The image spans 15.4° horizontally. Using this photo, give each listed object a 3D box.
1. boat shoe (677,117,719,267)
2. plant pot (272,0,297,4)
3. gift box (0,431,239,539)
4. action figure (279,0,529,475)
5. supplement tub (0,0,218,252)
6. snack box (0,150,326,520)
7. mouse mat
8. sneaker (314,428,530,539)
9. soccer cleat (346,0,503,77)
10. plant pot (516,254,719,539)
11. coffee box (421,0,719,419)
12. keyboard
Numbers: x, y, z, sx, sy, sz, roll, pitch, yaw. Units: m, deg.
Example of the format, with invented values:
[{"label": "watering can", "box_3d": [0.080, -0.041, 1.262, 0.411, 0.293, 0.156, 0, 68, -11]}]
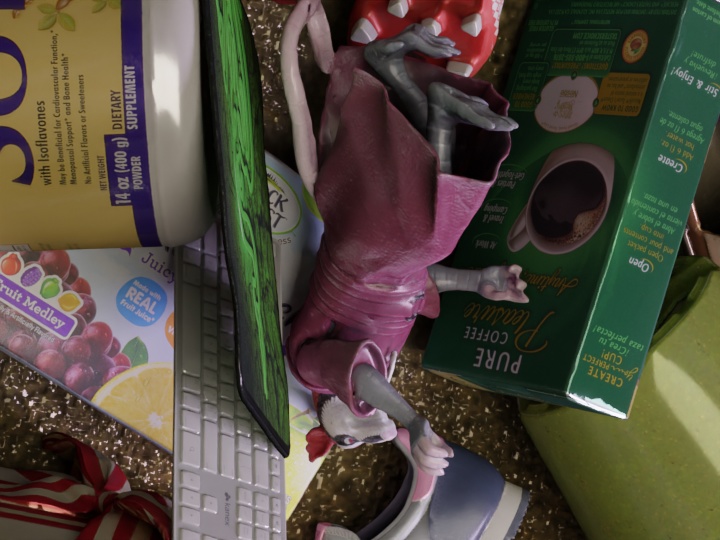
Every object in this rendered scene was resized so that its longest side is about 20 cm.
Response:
[{"label": "boat shoe", "box_3d": [0.190, -0.020, 1.352, 0.076, 0.072, 0.201, -38, 114, -14]}, {"label": "plant pot", "box_3d": [-0.044, -0.231, 1.142, 0.199, 0.176, 0.201, 19, 92, -27]}, {"label": "gift box", "box_3d": [-0.138, 0.178, 1.175, 0.199, 0.184, 0.188, 14, 96, -33]}, {"label": "action figure", "box_3d": [0.000, 0.000, 1.192, 0.148, 0.134, 0.201, 23, 115, 4]}, {"label": "supplement tub", "box_3d": [-0.161, -0.079, 1.106, 0.198, 0.145, 0.147, -2, 102, 0]}, {"label": "snack box", "box_3d": [-0.082, 0.006, 1.239, 0.199, 0.053, 0.143, 34, 83, -27]}, {"label": "mouse mat", "box_3d": [-0.047, -0.031, 1.109, 0.007, 0.161, 0.202, -8, 76, 4]}, {"label": "sneaker", "box_3d": [-0.004, 0.169, 1.312, 0.082, 0.070, 0.201, 36, 84, -5]}, {"label": "soccer cleat", "box_3d": [0.046, -0.154, 1.224, 0.068, 0.201, 0.085, 23, 49, 1]}, {"label": "plant pot", "box_3d": [0.180, 0.101, 1.323, 0.200, 0.200, 0.190, -41, 103, -13]}, {"label": "coffee box", "box_3d": [0.105, -0.035, 1.268, 0.044, 0.123, 0.201, 22, 81, -34]}, {"label": "keyboard", "box_3d": [-0.057, 0.062, 1.157, 0.056, 0.011, 0.201, 24, 48, -33]}]
